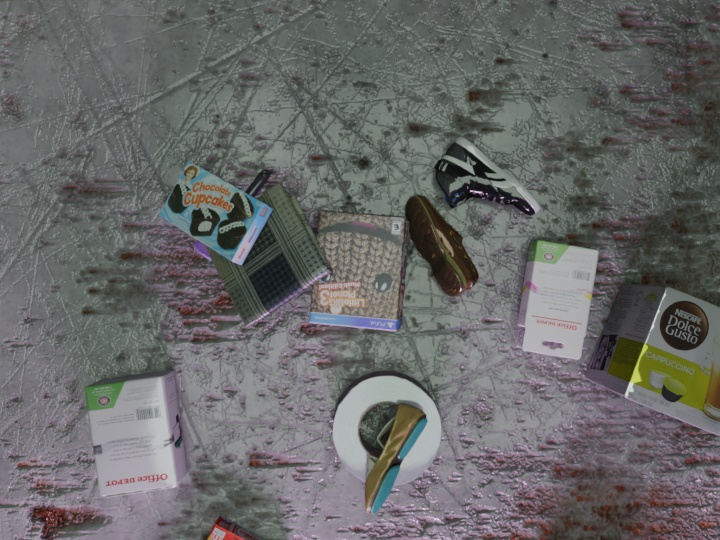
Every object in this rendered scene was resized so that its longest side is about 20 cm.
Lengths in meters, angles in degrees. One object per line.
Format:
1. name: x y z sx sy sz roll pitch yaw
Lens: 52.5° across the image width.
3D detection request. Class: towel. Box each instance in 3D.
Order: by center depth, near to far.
1. towel: -0.168 -0.029 1.298 0.192 0.035 0.201 -34 71 14

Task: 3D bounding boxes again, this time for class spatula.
1. spatula: -0.231 -0.106 1.362 0.056 0.021 0.200 36 89 3

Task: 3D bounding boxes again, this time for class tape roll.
1. tape roll: 0.048 0.288 1.340 0.199 0.066 0.202 0 90 -1

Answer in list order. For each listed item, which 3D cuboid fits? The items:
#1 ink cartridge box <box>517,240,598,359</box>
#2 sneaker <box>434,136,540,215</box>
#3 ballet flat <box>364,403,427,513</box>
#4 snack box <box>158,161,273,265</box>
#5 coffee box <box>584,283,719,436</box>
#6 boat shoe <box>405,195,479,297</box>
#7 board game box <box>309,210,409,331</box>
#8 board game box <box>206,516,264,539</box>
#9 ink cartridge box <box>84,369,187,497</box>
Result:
1. ink cartridge box: 0.357 0.054 1.338 0.116 0.067 0.201 10 89 0
2. sneaker: 0.222 -0.141 1.342 0.200 0.073 0.112 41 93 8
3. ballet flat: 0.049 0.327 1.285 0.063 0.069 0.201 29 87 28
4. snack box: -0.262 -0.105 1.313 0.199 0.037 0.117 29 90 28
5. coffee box: 0.547 0.148 1.271 0.199 0.200 0.199 22 90 0
6. boat shoe: 0.150 -0.050 1.345 0.067 0.072 0.201 -23 81 -33
7. board game box: 0.000 0.000 1.315 0.158 0.097 0.201 4 90 8
8. board game box: -0.243 0.583 1.348 0.151 0.046 0.201 26 90 0
9. ink cartridge box: -0.406 0.294 1.330 0.145 0.084 0.201 -7 90 0
